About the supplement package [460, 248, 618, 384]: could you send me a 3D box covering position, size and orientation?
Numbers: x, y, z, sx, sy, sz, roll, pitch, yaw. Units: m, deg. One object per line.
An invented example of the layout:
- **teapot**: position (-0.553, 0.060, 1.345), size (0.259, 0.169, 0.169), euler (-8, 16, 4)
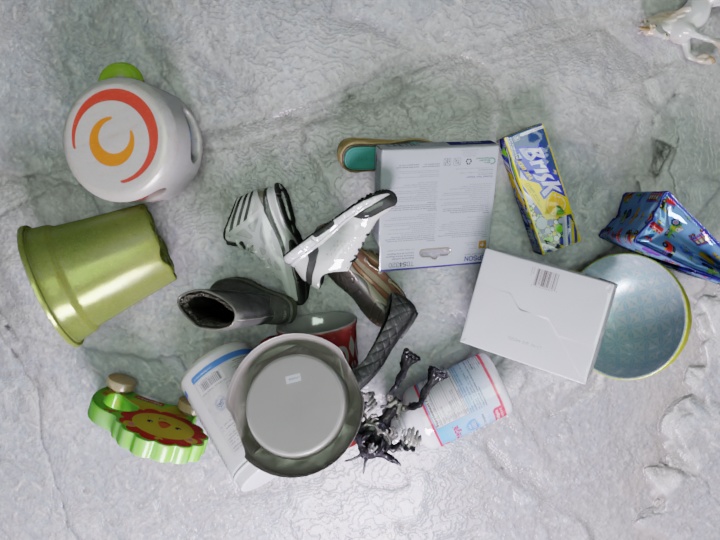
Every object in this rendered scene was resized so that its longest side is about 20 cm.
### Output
- **supplement package**: position (0.282, 0.066, 1.078), size (0.199, 0.111, 0.157), euler (18, 96, 23)

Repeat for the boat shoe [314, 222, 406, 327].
- **boat shoe**: position (0.000, 0.000, 1.128), size (0.072, 0.076, 0.200), euler (-42, 98, -29)

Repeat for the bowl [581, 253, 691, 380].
- **bowl**: position (0.446, 0.076, 1.111), size (0.107, 0.199, 0.202), euler (7, 98, -45)

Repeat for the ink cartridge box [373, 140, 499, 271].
- **ink cartridge box**: position (0.118, -0.104, 1.099), size (0.194, 0.043, 0.202), euler (-4, 114, -14)

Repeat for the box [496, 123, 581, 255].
- **box**: position (0.290, -0.132, 1.119), size (0.069, 0.064, 0.202), euler (-20, 96, 1)

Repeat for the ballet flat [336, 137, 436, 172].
- **ballet flat**: position (0.057, -0.189, 1.105), size (0.198, 0.063, 0.069), euler (4, 116, -18)

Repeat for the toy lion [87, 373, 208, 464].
- **toy lion**: position (-0.335, 0.241, 1.076), size (0.198, 0.192, 0.069), euler (19, 95, -3)

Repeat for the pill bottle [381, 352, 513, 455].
- **pill bottle**: position (0.141, 0.225, 1.128), size (0.199, 0.109, 0.109), euler (-26, 96, 2)

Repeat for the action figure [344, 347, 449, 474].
- **action figure**: position (0.044, 0.220, 1.042), size (0.118, 0.102, 0.201), euler (33, 84, 7)

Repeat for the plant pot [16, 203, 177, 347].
- **plant pot**: position (-0.395, -0.010, 1.063), size (0.183, 0.200, 0.202), euler (-24, 96, -10)

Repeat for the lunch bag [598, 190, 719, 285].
- **lunch bag**: position (0.510, -0.037, 1.090), size (0.199, 0.151, 0.095), euler (32, 95, -4)

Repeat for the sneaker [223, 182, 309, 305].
- **sneaker**: position (-0.156, -0.033, 1.125), size (0.114, 0.076, 0.202), euler (-13, 97, 15)

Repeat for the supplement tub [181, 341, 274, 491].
- **supplement tub**: position (-0.183, 0.226, 1.077), size (0.132, 0.132, 0.201), euler (-37, 71, 2)

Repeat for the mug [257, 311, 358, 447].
- **mug**: position (-0.072, 0.179, 1.129), size (0.133, 0.177, 0.202), euler (-15, 103, -37)

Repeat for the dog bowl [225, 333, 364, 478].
- **dog bowl**: position (-0.090, 0.195, 0.978), size (0.198, 0.059, 0.202), euler (-2, 68, 5)

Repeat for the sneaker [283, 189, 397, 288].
- **sneaker**: position (-0.019, -0.049, 1.045), size (0.199, 0.074, 0.080), euler (-36, 94, 15)

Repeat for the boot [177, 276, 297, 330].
- **boot**: position (-0.208, 0.052, 1.036), size (0.180, 0.200, 0.073), euler (6, 97, 26)

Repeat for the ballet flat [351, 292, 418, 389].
- **ballet flat**: position (0.016, 0.123, 1.059), size (0.057, 0.066, 0.200), euler (37, 72, 0)

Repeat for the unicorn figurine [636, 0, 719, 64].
- **unicorn figurine**: position (0.539, -0.403, 1.101), size (0.137, 0.074, 0.200), euler (38, 79, 5)

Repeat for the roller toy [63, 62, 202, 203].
- **roller toy**: position (-0.347, -0.194, 1.059), size (0.182, 0.140, 0.201), euler (36, 99, 5)
